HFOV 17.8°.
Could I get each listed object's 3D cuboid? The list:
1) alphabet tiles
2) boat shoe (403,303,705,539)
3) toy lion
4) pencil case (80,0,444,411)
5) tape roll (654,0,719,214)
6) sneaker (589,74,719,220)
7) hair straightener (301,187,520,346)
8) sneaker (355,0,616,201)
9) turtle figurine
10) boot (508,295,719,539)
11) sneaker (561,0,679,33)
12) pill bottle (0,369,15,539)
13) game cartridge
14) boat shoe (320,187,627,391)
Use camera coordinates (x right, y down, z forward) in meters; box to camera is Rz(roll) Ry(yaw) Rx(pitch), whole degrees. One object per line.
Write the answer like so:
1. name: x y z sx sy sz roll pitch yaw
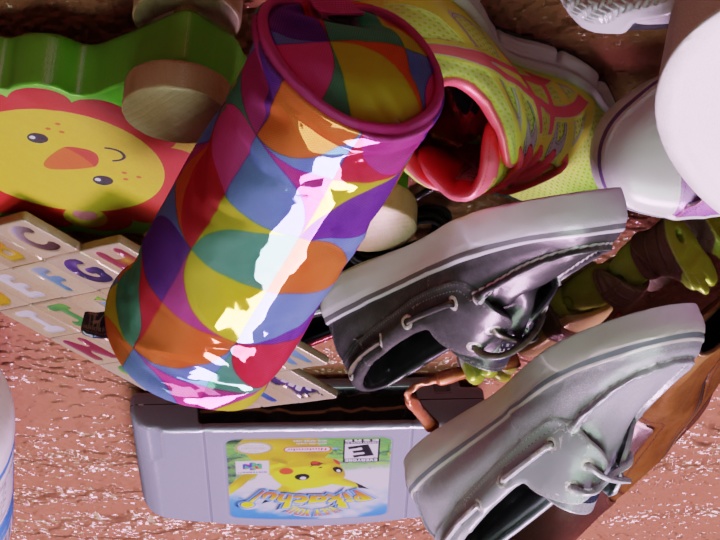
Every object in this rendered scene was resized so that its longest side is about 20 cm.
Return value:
1. alphabet tiles: -0.114 0.025 1.157 0.200 0.006 0.166 32 155 -31
2. boat shoe: 0.099 0.083 1.106 0.070 0.072 0.201 -2 153 -42
3. toy lion: -0.099 -0.056 1.049 0.191 0.069 0.200 -18 146 37
4. pencil case: -0.041 -0.026 0.938 0.088 0.089 0.200 13 137 -23
5. tape roll: 0.213 -0.063 0.878 0.202 0.037 0.203 11 150 6
6. sneaker: 0.203 -0.060 0.995 0.200 0.073 0.114 -10 -170 -3
7. hair straightener: 0.000 0.000 1.157 0.199 0.041 0.077 -16 147 21
8. sneaker: 0.051 -0.061 1.011 0.078 0.091 0.200 -25 144 30
9. turtle figurine: 0.112 0.015 1.162 0.161 0.065 0.200 -31 166 29
10. boot: 0.140 0.080 1.182 0.188 0.069 0.200 -28 169 -28
11. sneaker: 0.187 -0.116 0.939 0.199 0.076 0.114 -15 144 16
12. pill bottle: -0.241 0.096 1.236 0.112 0.113 0.200 3 148 -7
13. game cartridge: -0.030 0.107 1.341 0.199 0.041 0.133 -1 153 -1
14. boat shoe: 0.051 0.014 1.040 0.070 0.067 0.200 -7 171 -41
